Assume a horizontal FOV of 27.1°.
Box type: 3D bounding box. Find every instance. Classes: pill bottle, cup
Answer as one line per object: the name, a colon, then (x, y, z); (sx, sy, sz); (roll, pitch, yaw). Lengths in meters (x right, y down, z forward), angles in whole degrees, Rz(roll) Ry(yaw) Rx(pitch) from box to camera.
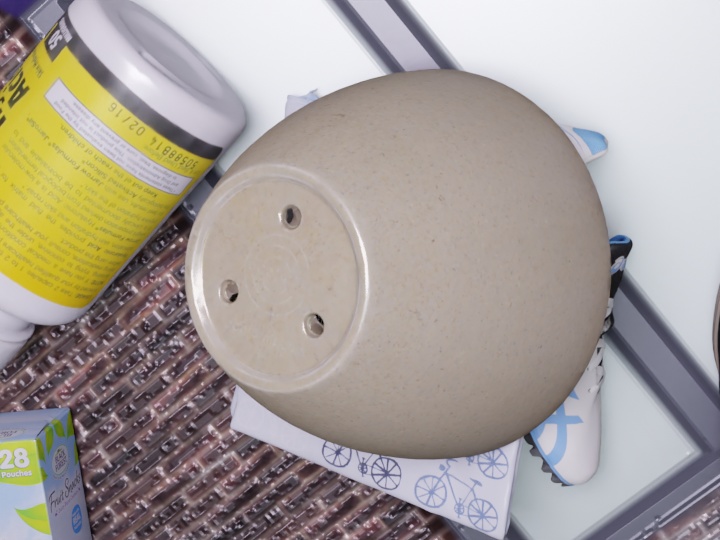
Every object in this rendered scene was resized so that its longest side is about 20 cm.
pill bottle: (-0.163, -0.042, 0.799); (0.111, 0.111, 0.200); (41, 104, -3)
cup: (0.000, 0.000, 0.713); (0.200, 0.143, 0.201); (2, 93, 32)

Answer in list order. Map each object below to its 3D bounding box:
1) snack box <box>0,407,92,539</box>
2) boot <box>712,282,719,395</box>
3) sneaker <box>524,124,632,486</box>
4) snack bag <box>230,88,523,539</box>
snack box: (-0.244, 0.190, 0.885); (0.168, 0.068, 0.201); (-6, 100, 9)
boot: (0.221, 0.090, 0.762); (0.073, 0.151, 0.201); (2, 103, 6)
sneaker: (0.112, 0.021, 0.800); (0.072, 0.072, 0.201); (-4, 103, 19)
snack bag: (0.018, 0.020, 0.798); (0.188, 0.021, 0.201); (20, 106, 30)
